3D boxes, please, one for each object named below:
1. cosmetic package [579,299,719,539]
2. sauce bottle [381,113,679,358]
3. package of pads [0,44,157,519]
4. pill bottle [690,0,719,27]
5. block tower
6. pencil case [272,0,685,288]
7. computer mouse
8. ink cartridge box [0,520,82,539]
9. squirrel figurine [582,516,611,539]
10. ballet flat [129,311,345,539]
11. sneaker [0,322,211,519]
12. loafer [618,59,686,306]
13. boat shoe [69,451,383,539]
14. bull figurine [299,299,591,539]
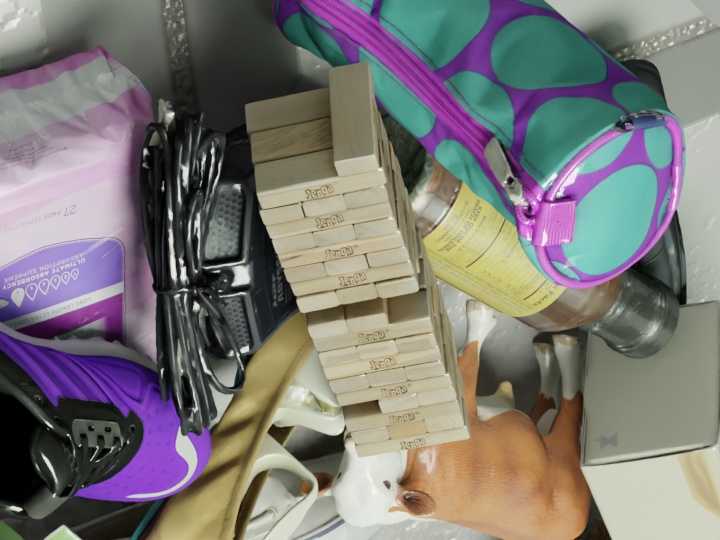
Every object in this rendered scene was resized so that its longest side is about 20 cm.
[{"bbox_3d":[0.174,0.122,1.368,0.071,0.105,0.200,-10,134,18],"label":"cosmetic package"},{"bbox_3d":[0.074,-0.011,1.255,0.200,0.065,0.065,29,103,-43],"label":"sauce bottle"},{"bbox_3d":[-0.148,0.010,1.161,0.120,0.076,0.201,-17,131,-22],"label":"package of pads"},{"bbox_3d":[0.232,-0.199,1.248,0.200,0.112,0.112,-36,136,-9],"label":"pill bottle"},{"bbox_3d":[0.000,0.000,1.154,0.058,0.054,0.200,-11,140,6],"label":"block tower"},{"bbox_3d":[0.047,-0.083,1.140,0.092,0.200,0.085,-9,132,-43],"label":"pencil case"},{"bbox_3d":[-0.054,-0.022,1.176,0.200,0.053,0.139,-36,128,-63],"label":"computer mouse"},{"bbox_3d":[-0.166,0.181,1.220,0.200,0.059,0.104,-37,113,21],"label":"ink cartridge box"},{"bbox_3d":[0.126,0.236,1.493,0.186,0.142,0.200,20,112,-50],"label":"squirrel figurine"},{"bbox_3d":[-0.040,0.077,1.240,0.069,0.063,0.200,87,28,-61],"label":"ballet flat"},{"bbox_3d":[-0.132,0.069,1.090,0.200,0.100,0.070,27,110,-41],"label":"sneaker"},{"bbox_3d":[0.124,-0.025,1.346,0.070,0.068,0.201,-9,138,4],"label":"loafer"},{"bbox_3d":[-0.066,0.117,1.309,0.199,0.071,0.070,-22,107,-31],"label":"boat shoe"},{"bbox_3d":[0.050,0.079,1.334,0.200,0.065,0.122,23,76,-49],"label":"bull figurine"}]
